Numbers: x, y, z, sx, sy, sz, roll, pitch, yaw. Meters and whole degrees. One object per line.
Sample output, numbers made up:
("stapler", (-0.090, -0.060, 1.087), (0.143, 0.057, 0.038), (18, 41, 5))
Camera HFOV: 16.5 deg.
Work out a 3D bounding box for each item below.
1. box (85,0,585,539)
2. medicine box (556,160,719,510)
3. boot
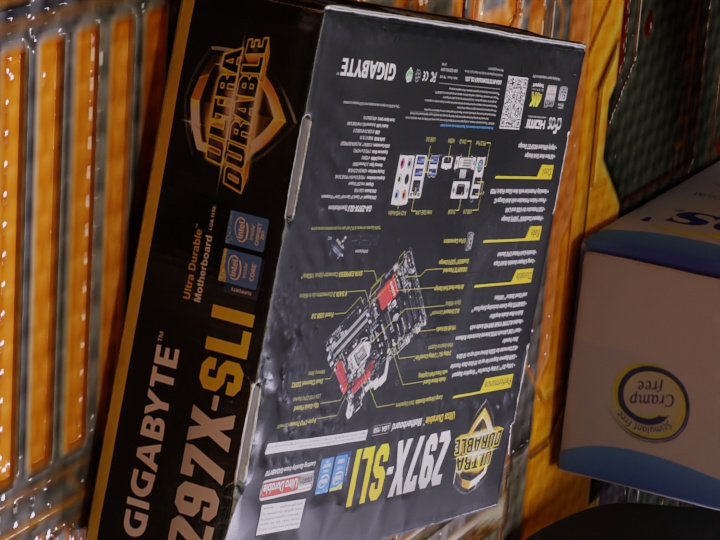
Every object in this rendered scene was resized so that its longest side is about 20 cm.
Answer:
("box", (0.000, 0.000, 0.749), (0.200, 0.049, 0.161), (-5, 108, -64))
("medicine box", (0.205, 0.031, 1.031), (0.200, 0.181, 0.104), (-26, 124, -59))
("boot", (0.128, 0.136, 1.010), (0.199, 0.074, 0.076), (-9, 141, -34))
